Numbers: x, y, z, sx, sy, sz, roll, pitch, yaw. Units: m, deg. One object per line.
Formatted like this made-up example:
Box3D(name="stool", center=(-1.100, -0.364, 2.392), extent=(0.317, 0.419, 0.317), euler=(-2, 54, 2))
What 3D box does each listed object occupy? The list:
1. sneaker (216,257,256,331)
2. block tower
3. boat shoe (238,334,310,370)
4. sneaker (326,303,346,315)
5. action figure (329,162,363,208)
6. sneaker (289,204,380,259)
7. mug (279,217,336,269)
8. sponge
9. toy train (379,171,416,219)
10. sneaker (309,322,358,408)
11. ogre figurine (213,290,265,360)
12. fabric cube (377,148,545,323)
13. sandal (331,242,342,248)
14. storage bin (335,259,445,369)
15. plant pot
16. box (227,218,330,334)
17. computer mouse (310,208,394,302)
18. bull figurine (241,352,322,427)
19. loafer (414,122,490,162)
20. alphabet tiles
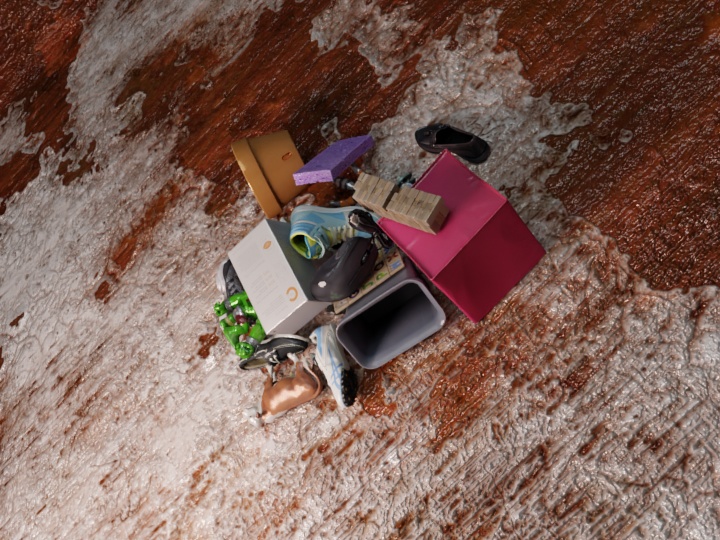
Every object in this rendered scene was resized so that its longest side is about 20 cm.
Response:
Box3D(name="sneaker", center=(-0.273, 0.051, 1.798), extent=(0.113, 0.075, 0.203), euler=(-21, 60, 24))
Box3D(name="block tower", center=(0.071, -0.121, 1.388), extent=(0.199, 0.058, 0.054), euler=(24, 80, 44))
Box3D(name="boat shoe", center=(-0.189, 0.181, 1.666), extent=(0.198, 0.075, 0.061), euler=(-16, 54, 43))
Box3D(name="sneaker", center=(0.000, 0.000, 1.624), extent=(0.199, 0.075, 0.117), euler=(-29, 53, 23))
Box3D(name="action figure", center=(-0.009, -0.146, 1.698), extent=(0.201, 0.104, 0.193), euler=(-54, 38, -5))
Box3D(name="sneaker", center=(-0.054, -0.069, 1.572), extent=(0.196, 0.080, 0.131), euler=(2, 38, 6))
Box3D(name="mug", center=(-0.148, -0.013, 1.723), extent=(0.148, 0.186, 0.154), euler=(33, 96, 10))
Box3D(name="sponge", center=(-0.060, -0.257, 1.771), extent=(0.110, 0.030, 0.200), euler=(-3, 29, 36))
Box3D(name="toy train", center=(0.093, -0.127, 1.558), extent=(0.085, 0.200, 0.114), euler=(43, 95, 11))
Box3D(name="sneaker", center=(-0.056, 0.198, 1.555), extent=(0.072, 0.072, 0.202), euler=(-29, 47, 12))
Box3D(name="ogre figurine", center=(-0.244, 0.101, 1.662), extent=(0.119, 0.099, 0.200), euler=(-38, 19, -2))
Box3D(name="fabric cube", center=(0.189, -0.063, 1.439), extent=(0.196, 0.199, 0.200), euler=(-46, 47, 6))
Box3D(name="sandal", center=(-0.082, -0.102, 1.718), extent=(0.200, 0.074, 0.049), euler=(45, 123, 60))
Box3D(name="storage bin", center=(0.063, 0.080, 1.507), extent=(0.199, 0.146, 0.135), euler=(-33, 23, 17))
Box3D(name="plant pot", center=(-0.207, -0.246, 1.849), extent=(0.139, 0.201, 0.201), euler=(-28, 50, -1))
Box3D(name="box", center=(-0.167, 0.014, 1.581), extent=(0.124, 0.097, 0.202), euler=(-38, 68, 23))
Box3D(name="computer mouse", center=(-0.019, -0.011, 1.477), extent=(0.201, 0.138, 0.053), euler=(-51, 44, 11))
Box3D(name="bull figurine", center=(-0.162, 0.250, 1.606), extent=(0.198, 0.065, 0.123), euler=(-24, 57, 22))
Box3D(name="loafer", center=(0.190, -0.288, 1.656), extent=(0.199, 0.063, 0.073), euler=(24, 80, 42))
Box3D(name="alphabet tiles", center=(0.003, -0.013, 1.572), extent=(0.166, 0.008, 0.201), euler=(-35, 30, 10))
